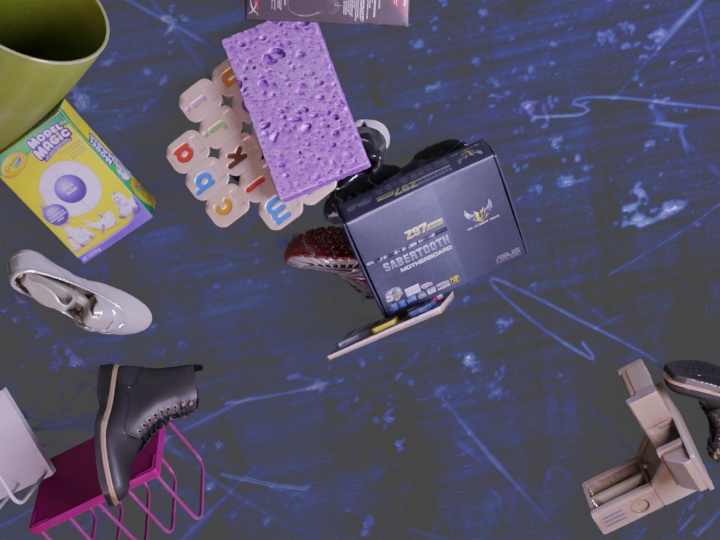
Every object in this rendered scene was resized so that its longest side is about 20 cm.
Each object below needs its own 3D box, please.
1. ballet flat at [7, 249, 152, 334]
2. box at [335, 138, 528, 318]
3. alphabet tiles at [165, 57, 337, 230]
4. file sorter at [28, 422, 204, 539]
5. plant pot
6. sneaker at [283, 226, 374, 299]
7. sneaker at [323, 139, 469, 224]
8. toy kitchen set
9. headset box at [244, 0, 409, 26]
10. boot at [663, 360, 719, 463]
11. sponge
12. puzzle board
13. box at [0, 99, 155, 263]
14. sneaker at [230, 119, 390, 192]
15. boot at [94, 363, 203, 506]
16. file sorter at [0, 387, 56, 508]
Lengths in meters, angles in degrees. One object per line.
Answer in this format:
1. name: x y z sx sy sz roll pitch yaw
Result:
1. ballet flat: -0.364 0.042 1.473 0.200 0.069 0.069 29 114 -20
2. box: 0.089 -0.049 1.390 0.200 0.051 0.158 -24 125 -1
3. alphabet tiles: -0.120 -0.151 1.344 0.196 0.015 0.200 -37 85 4
4. file sorter: -0.330 0.309 1.591 0.200 0.139 0.126 -27 120 11
5. plant pot: -0.403 -0.225 1.265 0.187 0.187 0.200 26 129 -18
6. sneaker: 0.000 0.000 1.470 0.200 0.078 0.082 9 121 -10
7. sneaker: 0.054 -0.086 1.425 0.200 0.078 0.086 -18 124 6
8. toy kitchen set: 0.382 0.275 1.611 0.180 0.163 0.200 -29 118 13
9. headset box: -0.025 -0.347 1.250 0.200 0.077 0.149 0 109 -6
10. boot: 0.498 0.211 1.615 0.200 0.077 0.139 15 113 -13
11. sponge: -0.074 -0.191 1.318 0.111 0.030 0.200 -21 86 5
12. puzzle board: 0.041 0.065 1.454 0.151 0.200 0.017 -23 90 10
13. box: -0.356 -0.116 1.392 0.117 0.048 0.200 -33 116 14
14. sneaker: -0.060 -0.131 1.379 0.200 0.091 0.067 -10 123 1
15. boot: -0.273 0.204 1.502 0.138 0.200 0.078 -4 147 -5
16. file sorter: -0.548 0.276 1.544 0.200 0.125 0.139 -25 101 11
